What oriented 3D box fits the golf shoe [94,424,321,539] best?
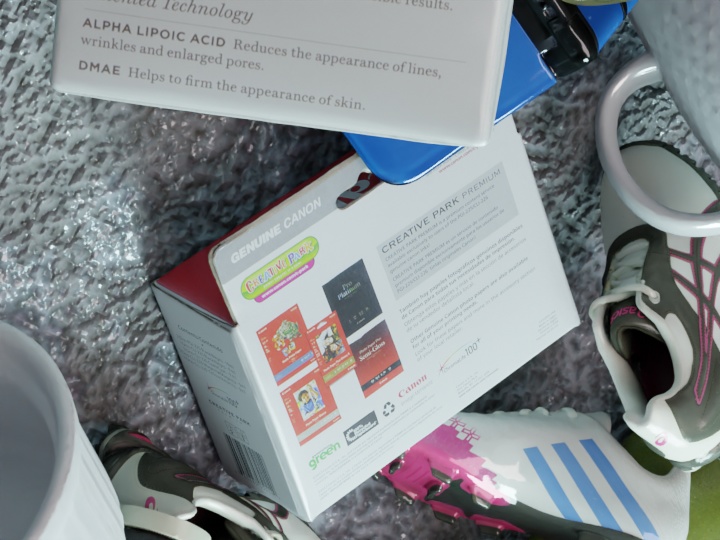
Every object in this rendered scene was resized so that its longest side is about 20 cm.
[{"bbox_3d":[-0.071,0.155,1.551,0.200,0.088,0.077,32,86,-44],"label":"golf shoe"}]

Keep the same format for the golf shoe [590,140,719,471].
[{"bbox_3d":[0.168,0.011,1.615,0.077,0.200,0.088,-29,150,31],"label":"golf shoe"}]

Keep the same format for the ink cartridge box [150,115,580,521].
[{"bbox_3d":[0.000,0.000,1.543,0.200,0.084,0.176,-34,125,-24],"label":"ink cartridge box"}]

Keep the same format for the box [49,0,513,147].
[{"bbox_3d":[-0.026,-0.153,1.330,0.200,0.199,0.131,8,107,1],"label":"box"}]

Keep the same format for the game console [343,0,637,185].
[{"bbox_3d":[0.032,-0.177,1.482,0.200,0.118,0.171,55,37,-12],"label":"game console"}]

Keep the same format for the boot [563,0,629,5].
[{"bbox_3d":[0.117,-0.252,1.408,0.175,0.066,0.200,82,8,-65],"label":"boot"}]

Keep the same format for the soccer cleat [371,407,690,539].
[{"bbox_3d":[0.093,0.108,1.640,0.200,0.070,0.086,24,64,-4],"label":"soccer cleat"}]

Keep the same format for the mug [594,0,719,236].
[{"bbox_3d":[0.225,-0.096,1.595,0.200,0.176,0.148,-27,162,1],"label":"mug"}]

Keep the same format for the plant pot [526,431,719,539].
[{"bbox_3d":[0.194,0.168,1.725,0.200,0.187,0.187,-28,125,-9],"label":"plant pot"}]

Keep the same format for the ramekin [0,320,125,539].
[{"bbox_3d":[-0.207,0.126,1.359,0.200,0.200,0.098,-45,139,-15],"label":"ramekin"}]

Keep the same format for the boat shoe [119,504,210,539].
[{"bbox_3d":[-0.115,0.182,1.487,0.200,0.072,0.068,100,2,-66],"label":"boat shoe"}]
